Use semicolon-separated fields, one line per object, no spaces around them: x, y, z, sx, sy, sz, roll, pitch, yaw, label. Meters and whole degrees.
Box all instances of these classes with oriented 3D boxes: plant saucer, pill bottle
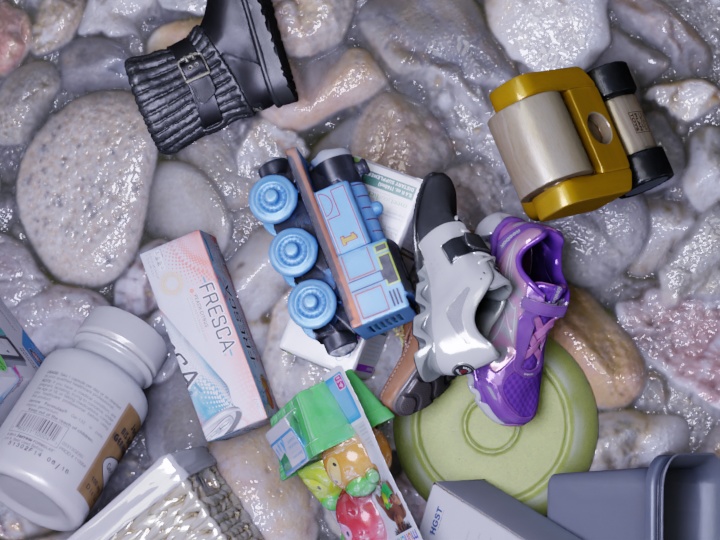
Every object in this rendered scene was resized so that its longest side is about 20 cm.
0.127;0.148;1.540;0.199;0.031;0.201;-1;85;10;plant saucer
-0.269;0.138;1.540;0.114;0.114;0.200;22;60;11;pill bottle

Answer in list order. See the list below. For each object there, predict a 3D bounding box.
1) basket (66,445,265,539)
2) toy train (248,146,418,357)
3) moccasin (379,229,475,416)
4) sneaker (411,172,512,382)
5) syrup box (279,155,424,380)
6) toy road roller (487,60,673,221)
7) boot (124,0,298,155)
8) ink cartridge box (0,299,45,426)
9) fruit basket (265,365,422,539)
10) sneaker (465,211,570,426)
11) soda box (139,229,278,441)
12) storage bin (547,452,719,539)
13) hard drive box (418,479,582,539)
-0.202;0.278;1.535;0.200;0.136;0.123;-41;82;5;basket
-0.025;-0.023;1.477;0.114;0.087;0.201;-22;75;3;toy train
0.066;0.046;1.520;0.078;0.074;0.202;15;70;28;moccasin
0.096;0.001;1.453;0.088;0.074;0.201;-10;66;20;sneaker
0.000;0.000;1.550;0.079;0.081;0.201;21;88;15;syrup box
0.178;-0.103;1.480;0.146;0.200;0.123;-31;77;43;toy road roller
-0.165;-0.235;1.602;0.157;0.079;0.212;-18;82;8;boot
-0.416;0.097;1.556;0.146;0.200;0.147;-40;80;4;ink cartridge box
-0.011;0.202;1.491;0.093;0.185;0.201;-16;78;-23;fruit basket
0.150;0.043;1.476;0.088;0.080;0.201;-5;80;49;sneaker
-0.148;0.064;1.580;0.068;0.064;0.201;-22;81;7;soda box
0.250;0.264;1.465;0.134;0.145;0.201;-2;84;37;storage bin
0.134;0.299;1.438;0.200;0.077;0.156;29;108;43;hard drive box
